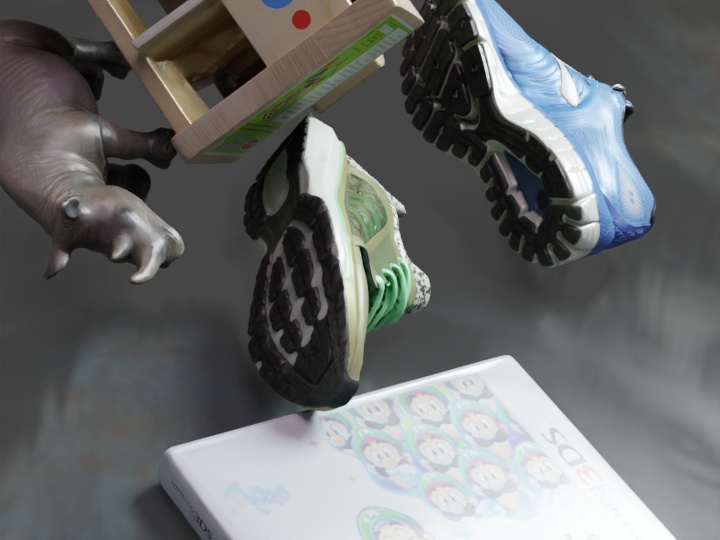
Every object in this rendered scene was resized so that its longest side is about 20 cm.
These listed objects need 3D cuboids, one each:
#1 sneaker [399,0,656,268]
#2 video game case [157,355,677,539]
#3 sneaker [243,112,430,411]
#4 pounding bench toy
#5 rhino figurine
[{"bbox_3d":[0.091,-0.082,1.235,0.089,0.079,0.201,-3,50,-37],"label":"sneaker"},{"bbox_3d":[0.041,0.121,0.990,0.199,0.024,0.182,-13,48,-36],"label":"video game case"},{"bbox_3d":[0.000,0.000,1.083,0.088,0.077,0.200,24,30,-19],"label":"sneaker"},{"bbox_3d":[-0.064,-0.153,1.151,0.156,0.124,0.200,55,8,2],"label":"pounding bench toy"},{"bbox_3d":[-0.137,-0.054,1.096,0.087,0.060,0.200,4,37,-30],"label":"rhino figurine"}]
